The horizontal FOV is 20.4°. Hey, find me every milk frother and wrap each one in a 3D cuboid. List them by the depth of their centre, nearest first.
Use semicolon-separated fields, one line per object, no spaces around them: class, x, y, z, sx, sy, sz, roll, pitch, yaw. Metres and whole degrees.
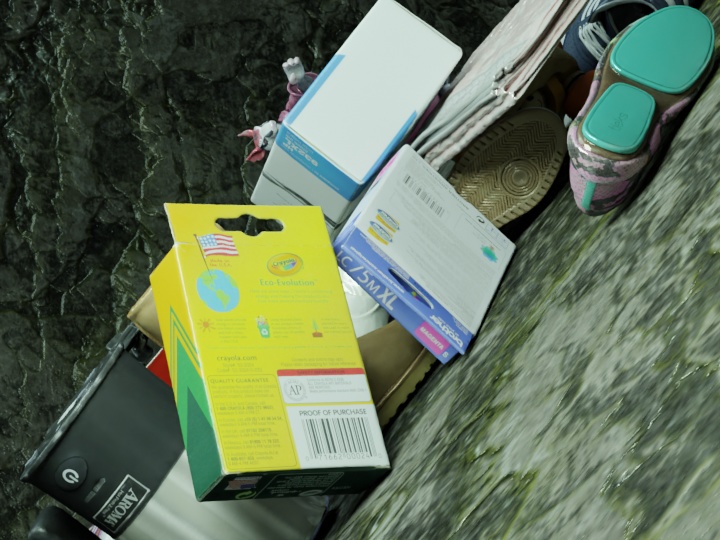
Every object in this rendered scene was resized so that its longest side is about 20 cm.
milk frother;-0.127;0.138;1.442;0.181;0.188;0.200;-45;10;48

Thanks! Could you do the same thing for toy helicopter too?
toy helicopter;0.121;-0.101;1.695;0.132;0.079;0.201;-19;-39;-46

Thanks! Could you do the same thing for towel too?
towel;0.108;-0.160;1.572;0.191;0.032;0.200;-54;8;-33

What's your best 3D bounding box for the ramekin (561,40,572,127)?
ramekin;0.169;-0.191;1.914;0.201;0.098;0.200;-50;4;5

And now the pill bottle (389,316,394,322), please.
pill bottle;0.002;0.001;1.824;0.120;0.120;0.200;-46;2;43

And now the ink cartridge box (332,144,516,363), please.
ink cartridge box;0.044;-0.009;1.468;0.042;0.119;0.200;-45;6;25

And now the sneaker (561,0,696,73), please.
sneaker;0.215;-0.202;1.703;0.109;0.070;0.200;-51;6;-36

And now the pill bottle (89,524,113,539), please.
pill bottle;-0.179;0.247;1.666;0.112;0.112;0.200;-52;4;-23

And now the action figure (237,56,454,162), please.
action figure;-0.014;-0.140;1.840;0.199;0.135;0.149;-8;12;2

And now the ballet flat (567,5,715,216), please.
ballet flat;0.178;-0.103;1.319;0.200;0.069;0.071;-55;-13;-47

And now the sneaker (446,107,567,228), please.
sneaker;0.094;-0.059;1.628;0.200;0.070;0.109;-52;5;17

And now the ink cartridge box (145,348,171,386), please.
ink cartridge box;-0.111;0.101;1.885;0.174;0.044;0.200;-51;-39;0

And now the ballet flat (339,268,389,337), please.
ballet flat;0.000;0.000;1.683;0.069;0.069;0.200;-47;14;40

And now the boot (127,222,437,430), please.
boot;-0.043;0.032;1.484;0.175;0.200;0.066;-52;5;-28

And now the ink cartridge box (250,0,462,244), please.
ink cartridge box;-0.007;-0.117;1.655;0.145;0.084;0.200;-54;-1;-19

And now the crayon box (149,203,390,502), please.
crayon box;-0.065;0.052;1.346;0.051;0.126;0.201;-46;50;50
